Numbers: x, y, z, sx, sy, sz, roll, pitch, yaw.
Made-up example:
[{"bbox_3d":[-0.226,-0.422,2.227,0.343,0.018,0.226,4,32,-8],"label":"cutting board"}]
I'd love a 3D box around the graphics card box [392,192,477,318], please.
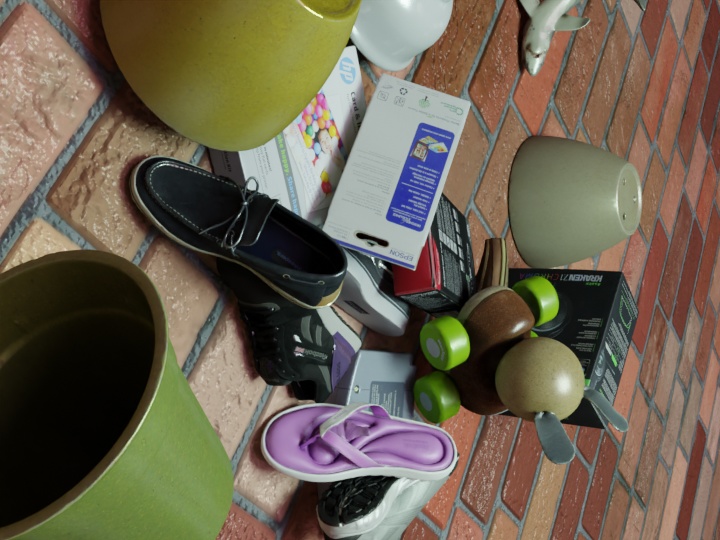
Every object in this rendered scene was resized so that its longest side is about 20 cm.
[{"bbox_3d":[0.083,-0.019,0.962,0.200,0.051,0.126,27,55,-66],"label":"graphics card box"}]

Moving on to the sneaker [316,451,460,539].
[{"bbox_3d":[0.030,0.234,0.893,0.200,0.074,0.080,-24,119,-44],"label":"sneaker"}]

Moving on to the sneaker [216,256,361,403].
[{"bbox_3d":[-0.071,0.059,0.804,0.200,0.075,0.088,46,61,-43],"label":"sneaker"}]

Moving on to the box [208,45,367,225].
[{"bbox_3d":[-0.061,-0.122,0.838,0.200,0.041,0.157,-31,115,-49],"label":"box"}]

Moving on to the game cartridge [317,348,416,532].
[{"bbox_3d":[0.008,0.186,0.939,0.133,0.041,0.202,11,82,-48],"label":"game cartridge"}]

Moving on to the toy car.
[{"bbox_3d":[0.182,0.125,0.924,0.163,0.200,0.159,-21,134,-28],"label":"toy car"}]

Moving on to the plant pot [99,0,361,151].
[{"bbox_3d":[-0.081,-0.213,0.685,0.199,0.141,0.202,20,62,-42],"label":"plant pot"}]

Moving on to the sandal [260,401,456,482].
[{"bbox_3d":[0.003,0.160,0.846,0.201,0.050,0.083,6,48,-19],"label":"sandal"}]

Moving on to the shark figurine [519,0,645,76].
[{"bbox_3d":[0.307,-0.383,1.272,0.129,0.214,0.090,60,-3,6],"label":"shark figurine"}]

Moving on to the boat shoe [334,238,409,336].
[{"bbox_3d":[0.000,0.000,0.894,0.200,0.071,0.068,42,60,-48],"label":"boat shoe"}]

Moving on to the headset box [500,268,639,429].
[{"bbox_3d":[0.254,0.105,1.149,0.093,0.173,0.201,52,53,-40],"label":"headset box"}]

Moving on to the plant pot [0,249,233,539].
[{"bbox_3d":[-0.180,0.122,0.591,0.201,0.199,0.190,-65,150,-28],"label":"plant pot"}]

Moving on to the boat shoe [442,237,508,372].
[{"bbox_3d":[0.143,0.054,1.080,0.072,0.067,0.202,56,45,-82],"label":"boat shoe"}]

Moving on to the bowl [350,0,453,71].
[{"bbox_3d":[0.047,-0.319,0.906,0.201,0.090,0.203,26,58,-53],"label":"bowl"}]

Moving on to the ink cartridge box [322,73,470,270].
[{"bbox_3d":[0.035,-0.094,0.853,0.039,0.099,0.201,103,7,-66],"label":"ink cartridge box"}]

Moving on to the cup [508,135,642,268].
[{"bbox_3d":[0.325,-0.101,1.265,0.200,0.142,0.202,-3,93,-53],"label":"cup"}]

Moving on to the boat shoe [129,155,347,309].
[{"bbox_3d":[-0.095,-0.038,0.714,0.199,0.062,0.075,32,58,-9],"label":"boat shoe"}]
